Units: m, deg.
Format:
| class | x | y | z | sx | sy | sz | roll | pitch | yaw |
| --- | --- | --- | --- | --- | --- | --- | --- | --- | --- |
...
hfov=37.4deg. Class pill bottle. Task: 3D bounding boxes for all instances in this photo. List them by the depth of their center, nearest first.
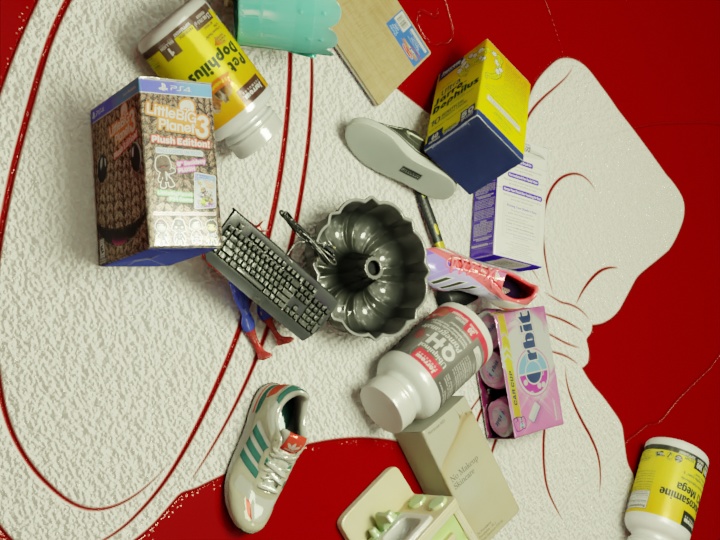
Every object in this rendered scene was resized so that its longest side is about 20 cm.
| class | x | y | z | sx | sy | sz | roll | pitch | yaw |
| --- | --- | --- | --- | --- | --- | --- | --- | --- | --- |
| pill bottle | -0.191 | -0.248 | 1.394 | 0.201 | 0.109 | 0.109 | 52 | 58 | -18 |
| pill bottle | 0.093 | 0.143 | 1.537 | 0.200 | 0.110 | 0.112 | -39 | 105 | -33 |
| pill bottle | 0.513 | 0.395 | 1.798 | 0.112 | 0.112 | 0.202 | 35 | 64 | -26 |

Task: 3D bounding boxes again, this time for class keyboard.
| class | x | y | z | sx | sy | sz | roll | pitch | yaw |
| --- | --- | --- | --- | --- | --- | --- | --- | --- | --- |
| keyboard | -0.099 | -0.010 | 1.376 | 0.200 | 0.021 | 0.128 | 42 | 73 | -30 |

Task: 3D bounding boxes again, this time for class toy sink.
| class | x | y | z | sx | sy | sz | roll | pitch | yaw |
| --- | --- | --- | --- | --- | --- | --- | --- | --- | --- |
| toy sink | 0.084 | 0.392 | 1.490 | 0.130 | 0.111 | 0.202 | -39 | 105 | -34 |

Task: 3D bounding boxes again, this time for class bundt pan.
| class | x | y | z | sx | sy | sz | roll | pitch | yaw |
| --- | --- | --- | --- | --- | --- | --- | --- | --- | --- |
| bundt pan | 0.000 | 0.000 | 1.511 | 0.200 | 0.075 | 0.205 | 5 | 81 | -33 |

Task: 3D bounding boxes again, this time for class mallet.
| class | x | y | z | sx | sy | sz | roll | pitch | yaw |
| --- | --- | --- | --- | --- | --- | --- | --- | --- | --- |
| mallet | 0.116 | -0.033 | 1.631 | 0.065 | 0.041 | 0.202 | -29 | 95 | -33 |

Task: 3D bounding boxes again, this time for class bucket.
| class | x | y | z | sx | sy | sz | roll | pitch | yaw |
| --- | --- | --- | --- | --- | --- | --- | --- | --- | --- |
| bucket | -0.102 | -0.390 | 1.415 | 0.133 | 0.207 | 0.211 | -1 | 82 | -9 |

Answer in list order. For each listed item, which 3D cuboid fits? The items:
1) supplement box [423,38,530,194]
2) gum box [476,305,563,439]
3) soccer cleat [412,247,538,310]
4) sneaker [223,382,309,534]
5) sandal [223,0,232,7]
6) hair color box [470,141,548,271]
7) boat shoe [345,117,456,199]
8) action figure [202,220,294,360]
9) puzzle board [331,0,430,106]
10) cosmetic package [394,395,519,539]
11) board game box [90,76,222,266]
| class | x | y | z | sx | sy | sz | roll | pitch | yaw |
| --- | --- | --- | --- | --- | --- | --- | --- | --- | --- |
| supplement box | 0.180 | -0.236 | 1.621 | 0.109 | 0.108 | 0.201 | 40 | 39 | -24 |
| gum box | 0.244 | 0.154 | 1.670 | 0.112 | 0.066 | 0.203 | -7 | 87 | -37 |
| soccer cleat | 0.172 | 0.008 | 1.587 | 0.198 | 0.076 | 0.068 | 21 | 68 | -20 |
| sneaker | -0.115 | 0.241 | 1.382 | 0.070 | 0.093 | 0.202 | 26 | 68 | -29 |
| sandal | -0.215 | -0.457 | 1.447 | 0.069 | 0.078 | 0.215 | -1 | 77 | -15 |
| hair color box | 0.240 | -0.109 | 1.712 | 0.108 | 0.064 | 0.203 | 13 | 77 | -33 |
| boat shoe | 0.061 | -0.178 | 1.597 | 0.199 | 0.071 | 0.064 | 30 | 45 | -25 |
| action figure | -0.144 | 0.014 | 1.399 | 0.065 | 0.099 | 0.202 | -35 | 100 | -34 |
| puzzle board | 0.010 | -0.372 | 1.617 | 0.151 | 0.017 | 0.201 | -48 | 111 | -32 |
| cosmetic package | 0.144 | 0.298 | 1.574 | 0.103 | 0.073 | 0.202 | -35 | 104 | -34 |
| board game box | -0.252 | -0.115 | 1.299 | 0.096 | 0.159 | 0.203 | -1 | 82 | -35 |
